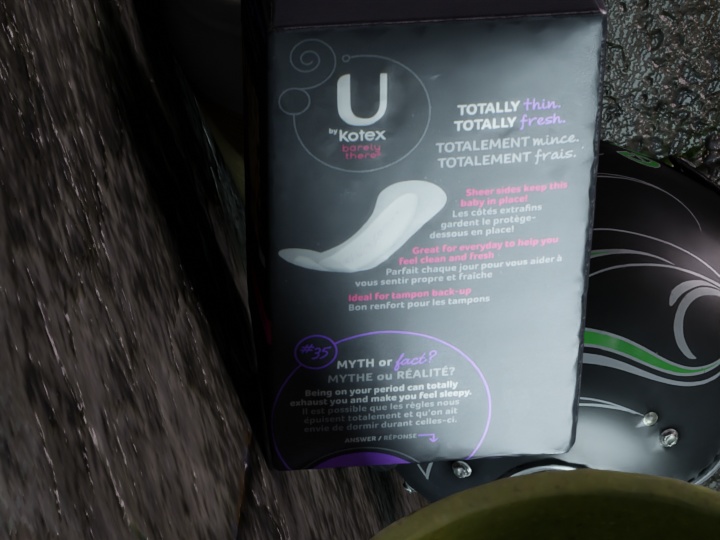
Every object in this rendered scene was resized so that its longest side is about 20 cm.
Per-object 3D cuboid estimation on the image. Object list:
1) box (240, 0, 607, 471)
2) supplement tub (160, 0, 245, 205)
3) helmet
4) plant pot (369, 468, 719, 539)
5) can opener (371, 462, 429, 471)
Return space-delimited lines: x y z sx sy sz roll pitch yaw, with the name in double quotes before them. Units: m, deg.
"box" 0.019 -0.036 1.057 0.106 0.122 0.201 -101 -170 -52
"supplement tub" 0.001 -0.091 1.185 0.200 0.144 0.145 67 7 -51
"helmet" 0.093 0.030 1.469 0.200 0.190 0.201 -175 -90 -84
"plant pot" 0.067 0.188 0.828 0.184 0.199 0.201 86 -9 -59
"can opener" 0.000 0.000 1.339 0.079 0.063 0.201 59 15 -69
